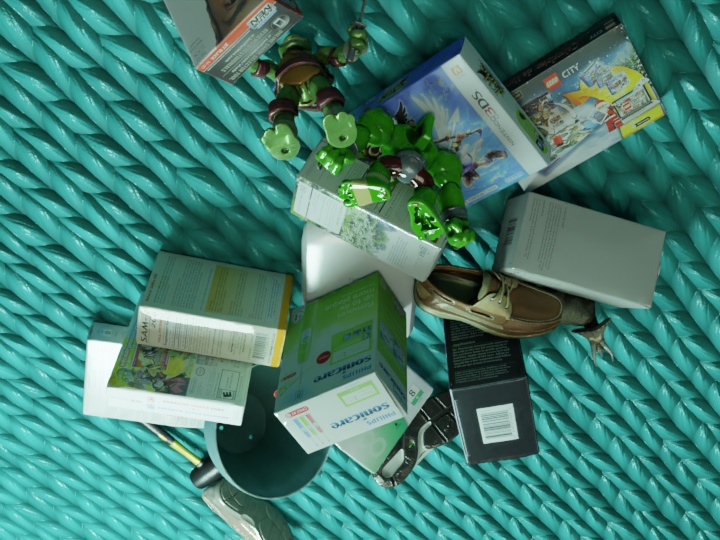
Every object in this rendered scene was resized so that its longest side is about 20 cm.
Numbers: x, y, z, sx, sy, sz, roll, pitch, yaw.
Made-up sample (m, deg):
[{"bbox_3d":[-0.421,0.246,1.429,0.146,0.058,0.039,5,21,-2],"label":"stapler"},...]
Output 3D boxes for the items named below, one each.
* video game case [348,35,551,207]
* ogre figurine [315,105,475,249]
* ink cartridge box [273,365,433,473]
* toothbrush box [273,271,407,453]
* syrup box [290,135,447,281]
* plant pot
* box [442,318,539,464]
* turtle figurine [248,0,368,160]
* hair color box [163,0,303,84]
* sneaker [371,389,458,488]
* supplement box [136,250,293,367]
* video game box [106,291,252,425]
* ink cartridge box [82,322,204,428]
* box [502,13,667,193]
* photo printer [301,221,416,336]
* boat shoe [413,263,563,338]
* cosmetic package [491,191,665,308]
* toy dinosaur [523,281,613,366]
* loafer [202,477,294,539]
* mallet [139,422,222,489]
[{"bbox_3d":[0.101,-0.160,1.015,0.199,0.046,0.181,-27,119,37],"label":"video game case"},{"bbox_3d":[0.053,-0.115,0.955,0.198,0.121,0.098,18,144,2],"label":"ogre figurine"},{"bbox_3d":[-0.006,0.184,1.238,0.200,0.050,0.161,42,79,-26],"label":"ink cartridge box"},{"bbox_3d":[-0.020,0.115,1.060,0.145,0.201,0.086,-24,122,19],"label":"toothbrush box"},{"bbox_3d":[0.018,-0.077,1.032,0.199,0.082,0.079,27,147,5],"label":"syrup box"},{"bbox_3d":[-0.158,0.237,1.260,0.200,0.201,0.134,41,155,-24],"label":"plant pot"},{"bbox_3d":[0.181,0.144,1.163,0.103,0.201,0.149,-11,123,8],"label":"box"},{"bbox_3d":[-0.068,-0.232,0.894,0.143,0.195,0.200,9,139,-26],"label":"turtle figurine"},{"bbox_3d":[-0.153,-0.311,0.858,0.111,0.201,0.064,-36,159,23],"label":"hair color box"},{"bbox_3d":[0.094,0.265,1.335,0.200,0.115,0.076,-41,85,-6],"label":"sneaker"},{"bbox_3d":[-0.200,0.053,1.152,0.198,0.126,0.074,11,126,-6],"label":"supplement box"},{"bbox_3d":[-0.240,0.119,1.152,0.181,0.201,0.047,12,126,-7],"label":"video game box"},{"bbox_3d":[-0.327,0.167,1.287,0.198,0.047,0.161,9,124,-12],"label":"ink cartridge box"},{"bbox_3d":[0.257,-0.201,1.019,0.199,0.038,0.137,-30,119,20],"label":"box"},{"bbox_3d":[0.000,0.000,1.144,0.165,0.070,0.201,3,125,-1],"label":"photo printer"},{"bbox_3d":[0.167,0.037,1.085,0.198,0.076,0.074,9,153,6],"label":"boat shoe"},{"bbox_3d":[0.288,-0.024,1.089,0.198,0.085,0.109,16,84,-10],"label":"cosmetic package"},{"bbox_3d":[0.278,0.042,1.150,0.199,0.103,0.077,26,121,-17],"label":"toy dinosaur"},{"bbox_3d":[-0.198,0.442,1.465,0.063,0.072,0.200,-25,116,37],"label":"loafer"},{"bbox_3d":[-0.316,0.297,1.381,0.199,0.041,0.066,37,114,-18],"label":"mallet"}]
